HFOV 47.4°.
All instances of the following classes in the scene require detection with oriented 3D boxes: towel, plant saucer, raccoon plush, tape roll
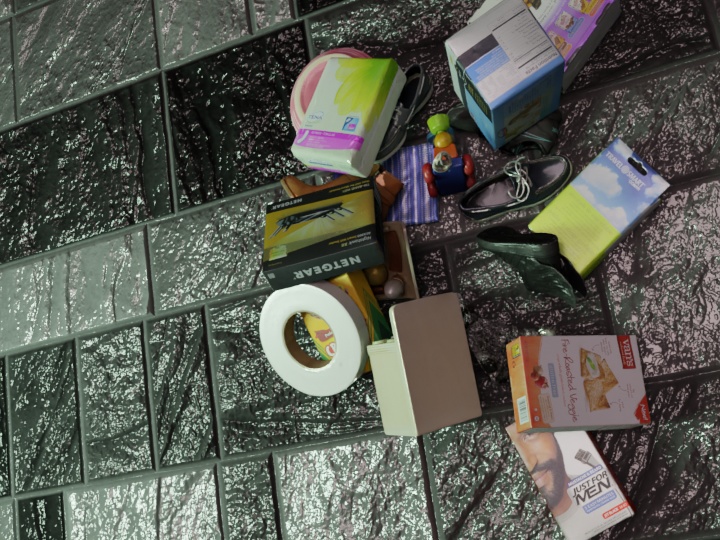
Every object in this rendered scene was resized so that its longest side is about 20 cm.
[{"bbox_3d":[0.043,-0.149,1.478,0.197,0.024,0.148,-5,80,21],"label":"towel"},{"bbox_3d":[-0.047,-0.323,1.530,0.197,0.051,0.204,-4,79,22],"label":"plant saucer"},{"bbox_3d":[0.235,0.089,1.327,0.133,0.097,0.202,-30,71,6],"label":"raccoon plush"},{"bbox_3d":[-0.078,0.113,1.381,0.200,0.037,0.206,9,112,24],"label":"tape roll"}]

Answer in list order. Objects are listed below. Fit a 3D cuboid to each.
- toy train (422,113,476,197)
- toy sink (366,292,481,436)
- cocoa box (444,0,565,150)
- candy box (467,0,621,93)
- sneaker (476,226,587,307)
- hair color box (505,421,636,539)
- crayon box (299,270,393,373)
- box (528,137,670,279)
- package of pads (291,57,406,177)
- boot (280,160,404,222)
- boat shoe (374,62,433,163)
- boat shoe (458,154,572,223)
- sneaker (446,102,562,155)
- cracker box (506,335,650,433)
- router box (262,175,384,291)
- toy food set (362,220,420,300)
[{"bbox_3d":[0.137,-0.207,1.353,0.083,0.200,0.118,-11,74,8],"label":"toy train"},{"bbox_3d":[0.094,0.149,1.314,0.112,0.129,0.204,-16,86,60],"label":"toy sink"},{"bbox_3d":[0.223,-0.297,1.262,0.132,0.200,0.132,-33,77,5],"label":"cocoa box"},{"bbox_3d":[0.311,-0.430,1.394,0.199,0.071,0.169,39,96,22],"label":"candy box"},{"bbox_3d":[0.273,-0.008,1.333,0.198,0.060,0.106,11,126,52],"label":"sneaker"},{"bbox_3d":[0.323,0.305,1.264,0.110,0.064,0.202,-34,69,13],"label":"hair color box"},{"bbox_3d":[-0.031,0.079,1.396,0.126,0.051,0.202,-23,96,32],"label":"crayon box"},{"bbox_3d":[0.382,-0.098,1.319,0.200,0.048,0.122,-45,69,9],"label":"box"},{"bbox_3d":[-0.023,-0.268,1.418,0.153,0.068,0.203,14,78,40],"label":"package of pads"},{"bbox_3d":[-0.032,-0.148,1.460,0.199,0.074,0.156,38,98,7],"label":"boot"},{"bbox_3d":[0.059,-0.279,1.443,0.072,0.062,0.201,26,72,26],"label":"boat shoe"},{"bbox_3d":[0.256,-0.142,1.370,0.197,0.062,0.076,-19,74,18],"label":"boat shoe"},{"bbox_3d":[0.237,-0.241,1.389,0.197,0.075,0.081,7,85,23],"label":"sneaker"},{"bbox_3d":[0.325,0.169,1.229,0.196,0.058,0.136,0,71,-15],"label":"cracker box"},{"bbox_3d":[-0.061,-0.062,1.360,0.197,0.053,0.159,-15,47,12],"label":"router box"},{"bbox_3d":[0.000,0.000,1.409,0.197,0.061,0.146,-5,114,20],"label":"toy food set"}]
